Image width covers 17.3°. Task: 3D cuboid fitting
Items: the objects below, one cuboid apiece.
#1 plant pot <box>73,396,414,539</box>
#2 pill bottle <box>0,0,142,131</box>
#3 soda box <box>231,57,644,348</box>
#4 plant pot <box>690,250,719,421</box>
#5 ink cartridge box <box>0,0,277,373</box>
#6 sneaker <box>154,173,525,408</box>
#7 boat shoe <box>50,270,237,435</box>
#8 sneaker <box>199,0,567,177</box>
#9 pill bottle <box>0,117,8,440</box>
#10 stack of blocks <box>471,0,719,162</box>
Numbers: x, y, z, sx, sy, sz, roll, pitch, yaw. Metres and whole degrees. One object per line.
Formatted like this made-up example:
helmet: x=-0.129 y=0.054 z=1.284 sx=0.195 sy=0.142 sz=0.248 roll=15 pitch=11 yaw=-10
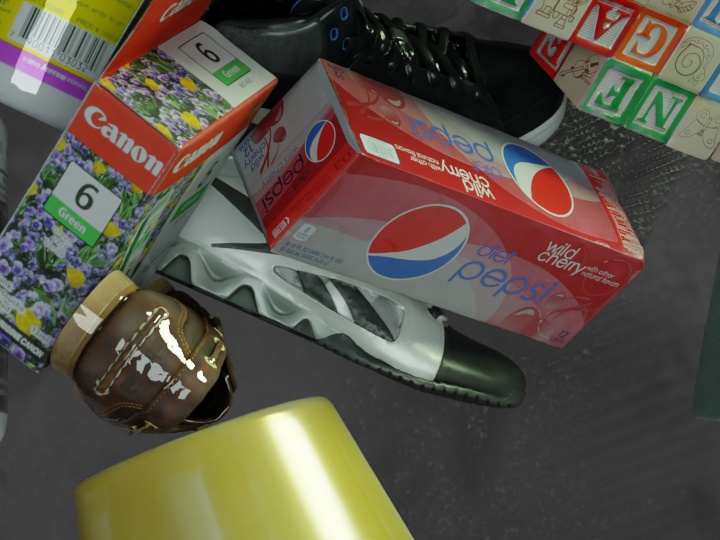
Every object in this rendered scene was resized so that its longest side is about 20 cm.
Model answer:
plant pot: x=-0.044 y=0.168 z=1.102 sx=0.200 sy=0.201 sz=0.190 roll=-20 pitch=83 yaw=-7
pill bottle: x=-0.118 y=-0.166 z=1.099 sx=0.104 sy=0.104 sz=0.201 roll=25 pitch=90 yaw=-10
soda box: x=0.040 y=-0.027 z=1.097 sx=0.199 sy=0.064 sz=0.070 roll=18 pitch=126 yaw=-41
plant pot: x=0.282 y=-0.018 z=1.135 sx=0.195 sy=0.196 sz=0.201 roll=4 pitch=87 yaw=-9
ink cartridge box: x=-0.089 y=-0.057 z=1.027 sx=0.050 sy=0.109 sz=0.200 roll=38 pitch=119 yaw=4
sneaker: x=0.000 y=0.000 z=1.144 sx=0.199 sy=0.074 sz=0.089 roll=26 pitch=86 yaw=-6
boat shoe: x=-0.090 y=0.046 z=1.067 sx=0.070 sy=0.200 sz=0.071 roll=34 pitch=91 yaw=3
sneaker: x=0.011 y=-0.101 z=1.108 sx=0.199 sy=0.112 sz=0.073 roll=-7 pitch=51 yaw=-15
pill bottle: x=-0.216 y=0.028 z=1.076 sx=0.113 sy=0.114 sz=0.201 roll=0 pitch=82 yaw=-9
stack of blocks: x=0.130 y=-0.131 z=1.105 sx=0.199 sy=0.059 sz=0.115 roll=17 pitch=114 yaw=-35
